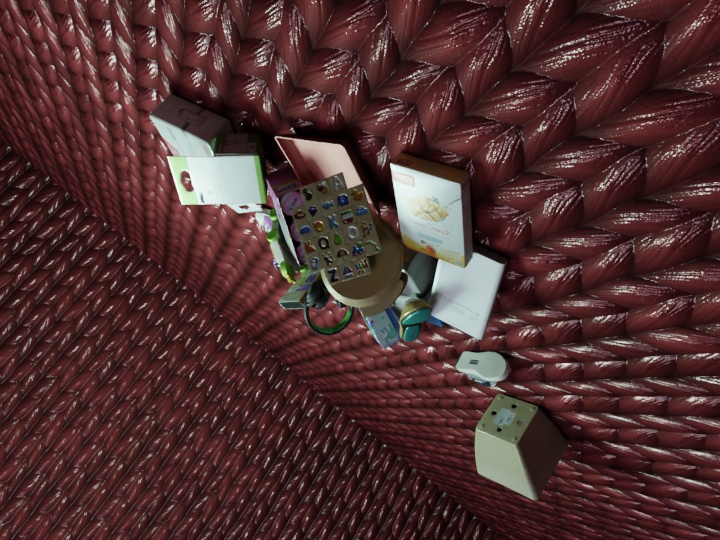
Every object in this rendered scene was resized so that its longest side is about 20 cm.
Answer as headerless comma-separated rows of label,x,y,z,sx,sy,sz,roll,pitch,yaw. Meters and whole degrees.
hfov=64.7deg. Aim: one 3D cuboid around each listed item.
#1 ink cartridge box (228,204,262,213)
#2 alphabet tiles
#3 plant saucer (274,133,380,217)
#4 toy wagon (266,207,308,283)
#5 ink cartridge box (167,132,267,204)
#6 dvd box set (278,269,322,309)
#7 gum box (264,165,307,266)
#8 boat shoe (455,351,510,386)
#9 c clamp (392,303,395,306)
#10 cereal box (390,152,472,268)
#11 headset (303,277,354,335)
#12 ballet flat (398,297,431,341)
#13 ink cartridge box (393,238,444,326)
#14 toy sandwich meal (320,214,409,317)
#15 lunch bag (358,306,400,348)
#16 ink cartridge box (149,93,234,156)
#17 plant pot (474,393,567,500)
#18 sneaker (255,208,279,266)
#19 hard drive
ink cartridge box,-0.362,-0.239,1.545,0.199,0.051,0.161,40,159,-31
alphabet tiles,-0.049,-0.080,1.121,0.163,0.006,0.205,-16,94,23
plant saucer,-0.058,-0.200,1.162,0.197,0.037,0.201,17,151,39
toy wagon,-0.182,-0.056,1.433,0.039,0.204,0.155,-17,142,23
ink cartridge box,-0.313,-0.226,1.274,0.195,0.077,0.149,-1,142,-3
dvd box set,-0.117,0.012,1.451,0.029,0.201,0.145,44,156,-18
gum box,-0.150,-0.119,1.300,0.114,0.065,0.203,-124,16,-49
boat shoe,0.336,0.260,1.463,0.092,0.076,0.199,36,167,-20
c clamp,0.000,0.000,1.263,0.199,0.027,0.172,42,169,37
cereal box,0.131,-0.106,1.028,0.142,0.040,0.202,22,146,31
headset,-0.068,0.058,1.328,0.120,0.205,0.094,-1,-164,-17
ballet flat,0.110,0.096,1.240,0.067,0.064,0.201,-9,155,-10
ink cartridge box,0.112,0.022,1.286,0.143,0.085,0.201,12,148,45
toy sandwich meal,0.011,-0.014,1.161,0.202,0.209,0.070,27,-175,21
lunch bag,0.052,0.112,1.436,0.163,0.081,0.200,62,-177,4
ink cartridge box,-0.383,-0.313,1.358,0.197,0.083,0.148,27,156,22
plant pot,0.430,0.468,1.581,0.198,0.200,0.179,11,137,46
sneaker,-0.226,-0.081,1.549,0.198,0.115,0.073,34,160,8
hard drive,0.210,0.034,1.144,0.130,0.027,0.203,26,134,23
